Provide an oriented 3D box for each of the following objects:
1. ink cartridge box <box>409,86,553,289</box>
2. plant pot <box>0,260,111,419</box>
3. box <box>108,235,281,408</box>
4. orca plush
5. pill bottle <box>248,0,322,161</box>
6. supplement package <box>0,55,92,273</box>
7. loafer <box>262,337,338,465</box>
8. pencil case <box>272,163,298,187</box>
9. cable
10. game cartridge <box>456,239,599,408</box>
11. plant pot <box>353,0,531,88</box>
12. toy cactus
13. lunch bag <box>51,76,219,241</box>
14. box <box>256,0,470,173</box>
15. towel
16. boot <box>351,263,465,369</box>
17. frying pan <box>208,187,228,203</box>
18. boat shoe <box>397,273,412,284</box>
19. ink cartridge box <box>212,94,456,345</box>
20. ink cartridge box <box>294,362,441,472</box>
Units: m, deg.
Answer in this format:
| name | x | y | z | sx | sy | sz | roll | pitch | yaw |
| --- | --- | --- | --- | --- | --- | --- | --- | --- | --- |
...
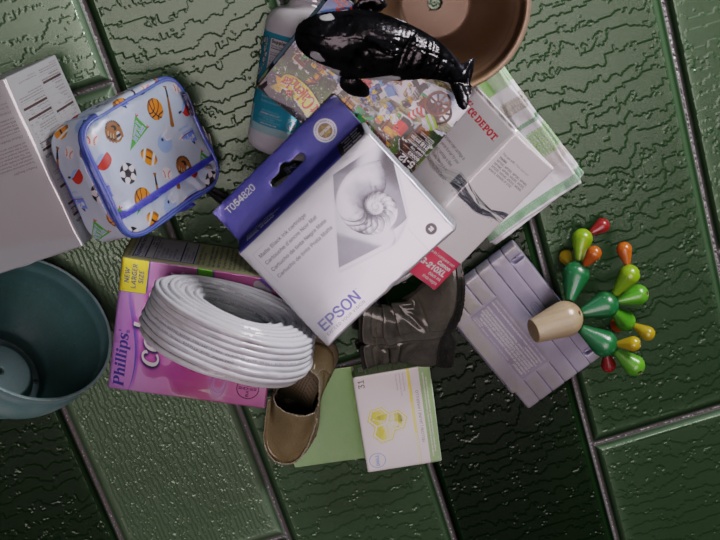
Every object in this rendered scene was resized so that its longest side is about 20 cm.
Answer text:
| name | x | y | z | sx | sy | sz | roll | pitch | yaw |
| --- | --- | --- | --- | --- | --- | --- | --- | --- | --- |
| ink cartridge box | 0.106 | -0.102 | 1.258 | 0.200 | 0.145 | 0.084 | -46 | 127 | 13 |
| plant pot | -0.427 | 0.101 | 1.323 | 0.200 | 0.200 | 0.134 | 35 | 131 | -13 |
| box | -0.204 | 0.063 | 1.355 | 0.200 | 0.097 | 0.176 | 9 | 108 | -5 |
| orca plush | 0.031 | -0.220 | 1.135 | 0.200 | 0.071 | 0.105 | 27 | 103 | -16 |
| pill bottle | -0.064 | -0.235 | 1.256 | 0.111 | 0.111 | 0.200 | 10 | 107 | -6 |
| supplement package | -0.402 | -0.120 | 1.247 | 0.152 | 0.151 | 0.200 | -17 | 108 | 12 |
| loafer | -0.088 | 0.176 | 1.397 | 0.076 | 0.067 | 0.200 | 21 | 116 | 11 |
| pencil case | -0.033 | -0.040 | 1.283 | 0.089 | 0.200 | 0.078 | -43 | 150 | 3 |
| cable | -0.145 | 0.067 | 1.204 | 0.200 | 0.200 | 0.069 | 19 | 101 | -11 |
| game cartridge | 0.208 | 0.073 | 1.413 | 0.130 | 0.038 | 0.200 | -36 | 106 | 13 |
| plant pot | 0.090 | -0.310 | 1.246 | 0.200 | 0.093 | 0.201 | -1 | 106 | -4 |
| toy cactus | 0.286 | 0.046 | 1.366 | 0.165 | 0.102 | 0.200 | -19 | 95 | -15 |
| lunch bag | -0.251 | -0.127 | 1.246 | 0.075 | 0.200 | 0.160 | -10 | 111 | 37 |
| box | 0.003 | -0.197 | 1.198 | 0.200 | 0.038 | 0.137 | 38 | 100 | -18 |
| towel | 0.166 | -0.147 | 1.339 | 0.149 | 0.031 | 0.200 | -37 | 106 | 8 |
| boot | 0.058 | 0.047 | 1.335 | 0.130 | 0.068 | 0.200 | 0 | 124 | -6 |
| frying pan | -0.112 | -0.034 | 1.322 | 0.190 | 0.115 | 0.031 | 19 | 123 | -8 |
| boat shoe | 0.000 | 0.000 | 1.360 | 0.200 | 0.065 | 0.074 | -28 | 108 | 6 |
| ink cartridge box | -0.032 | -0.055 | 1.177 | 0.200 | 0.041 | 0.200 | -43 | 93 | 11 |
| ink cartridge box | 0.000 | 0.197 | 1.437 | 0.200 | 0.048 | 0.146 | -9 | 109 | -2 |
